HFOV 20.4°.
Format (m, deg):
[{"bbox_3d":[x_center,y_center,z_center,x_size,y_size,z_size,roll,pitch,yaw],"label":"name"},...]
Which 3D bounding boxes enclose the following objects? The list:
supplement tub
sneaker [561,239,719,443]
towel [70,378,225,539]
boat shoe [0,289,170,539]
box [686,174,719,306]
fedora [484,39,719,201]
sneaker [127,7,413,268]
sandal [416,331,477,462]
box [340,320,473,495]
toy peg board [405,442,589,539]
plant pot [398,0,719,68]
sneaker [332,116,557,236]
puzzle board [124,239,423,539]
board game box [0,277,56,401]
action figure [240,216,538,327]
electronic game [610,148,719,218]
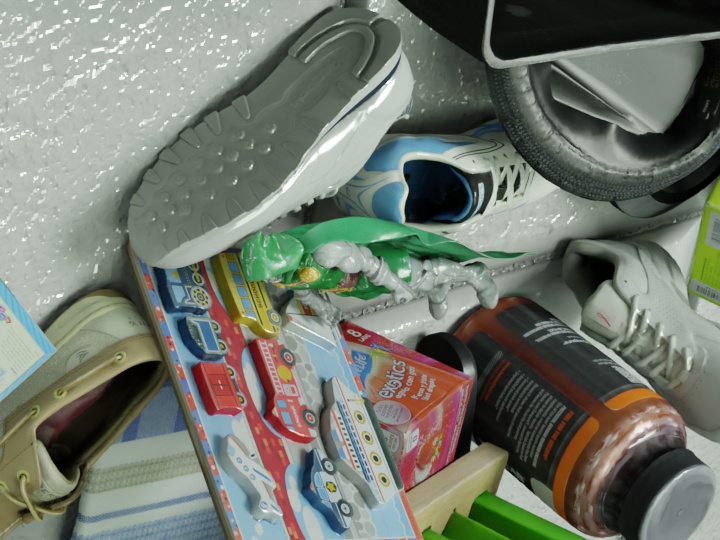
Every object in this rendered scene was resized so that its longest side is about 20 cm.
[{"bbox_3d":[0.147,0.108,1.359,0.106,0.200,0.108,-24,133,-28],"label":"supplement tub"},{"bbox_3d":[0.198,0.048,1.377,0.099,0.200,0.078,12,117,-37],"label":"sneaker"},{"bbox_3d":[-0.120,0.143,1.264,0.146,0.024,0.202,-10,125,-40],"label":"towel"},{"bbox_3d":[-0.186,0.103,1.134,0.200,0.066,0.074,-51,142,0],"label":"boat shoe"},{"bbox_3d":[0.298,-0.083,1.426,0.201,0.047,0.122,-58,162,-26],"label":"box"},{"bbox_3d":[0.149,-0.145,1.239,0.199,0.092,0.202,-9,114,-20],"label":"fedora"},{"bbox_3d":[-0.045,-0.060,1.150,0.200,0.076,0.081,-39,149,-14],"label":"sneaker"},{"bbox_3d":[0.043,0.137,1.385,0.045,0.075,0.202,-18,122,-34],"label":"sandal"},{"bbox_3d":[-0.008,0.149,1.301,0.095,0.099,0.202,-34,142,-53],"label":"box"},{"bbox_3d":[0.054,0.240,1.274,0.200,0.097,0.201,-21,131,-61],"label":"toy peg board"},{"bbox_3d":[0.088,-0.232,1.049,0.198,0.177,0.202,-12,115,-38],"label":"plant pot"},{"bbox_3d":[0.069,-0.054,1.263,0.199,0.072,0.072,-11,124,-41],"label":"sneaker"},{"bbox_3d":[-0.046,0.071,1.157,0.150,0.201,0.017,5,145,-46],"label":"puzzle board"},{"bbox_3d":[-0.256,0.023,1.031,0.134,0.034,0.201,-42,140,-12],"label":"board game box"},{"bbox_3d":[0.000,0.000,1.183,0.199,0.118,0.055,7,72,-48],"label":"action figure"},{"bbox_3d":[0.229,-0.129,1.385,0.199,0.041,0.201,-34,140,-34],"label":"electronic game"}]
